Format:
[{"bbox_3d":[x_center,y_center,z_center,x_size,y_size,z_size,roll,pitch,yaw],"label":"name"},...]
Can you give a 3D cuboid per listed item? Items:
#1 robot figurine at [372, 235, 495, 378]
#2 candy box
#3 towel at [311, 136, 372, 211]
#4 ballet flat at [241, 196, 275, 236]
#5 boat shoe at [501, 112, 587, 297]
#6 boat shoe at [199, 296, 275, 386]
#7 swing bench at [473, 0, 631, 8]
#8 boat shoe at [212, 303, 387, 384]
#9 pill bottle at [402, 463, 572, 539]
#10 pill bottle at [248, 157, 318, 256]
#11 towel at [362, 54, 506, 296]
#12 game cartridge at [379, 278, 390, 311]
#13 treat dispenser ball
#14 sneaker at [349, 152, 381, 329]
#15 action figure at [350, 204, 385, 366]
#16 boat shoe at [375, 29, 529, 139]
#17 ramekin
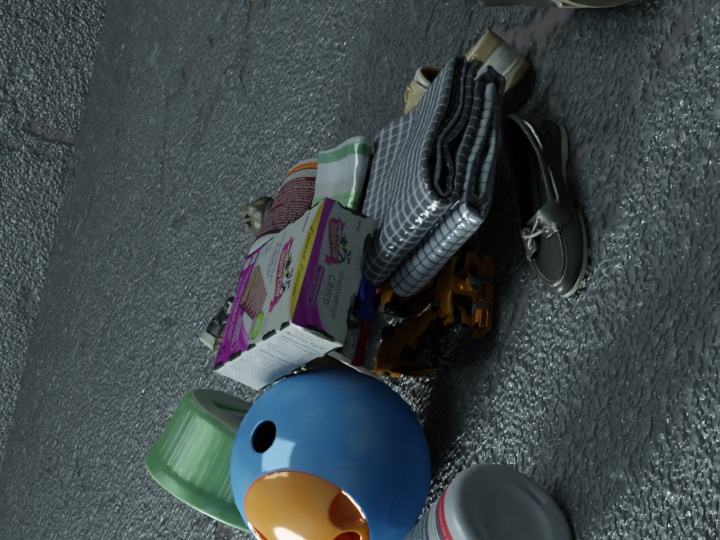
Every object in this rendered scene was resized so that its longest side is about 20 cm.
[{"bbox_3d":[0.076,0.039,1.479,0.200,0.058,0.146,-31,48,59],"label":"robot figurine"},{"bbox_3d":[-0.068,0.027,1.421,0.200,0.061,0.137,-32,39,57],"label":"candy box"},{"bbox_3d":[-0.039,-0.038,1.532,0.149,0.031,0.201,169,116,-75],"label":"towel"},{"bbox_3d":[-0.107,-0.051,1.833,0.200,0.046,0.068,40,-123,-72],"label":"ballet flat"},{"bbox_3d":[0.164,-0.064,1.345,0.067,0.057,0.201,-49,34,45],"label":"boat shoe"},{"bbox_3d":[-0.083,0.105,1.639,0.068,0.200,0.072,-58,11,-13],"label":"boat shoe"},{"bbox_3d":[0.201,-0.337,1.350,0.199,0.129,0.201,-153,74,-66],"label":"swing bench"},{"bbox_3d":[-0.064,0.105,1.575,0.060,0.199,0.072,-65,8,-15],"label":"boat shoe"},{"bbox_3d":[0.082,0.270,1.247,0.200,0.119,0.120,-55,30,37],"label":"pill bottle"},{"bbox_3d":[-0.066,-0.028,1.698,0.114,0.114,0.200,-47,15,47],"label":"pill bottle"},{"bbox_3d":[0.067,-0.096,1.410,0.166,0.085,0.201,127,159,-50],"label":"towel"},{"bbox_3d":[0.056,-0.058,1.615,0.200,0.041,0.133,-61,31,30],"label":"game cartridge"},{"bbox_3d":[-0.030,0.197,1.440,0.201,0.200,0.202,-45,37,49],"label":"treat dispenser ball"},{"bbox_3d":[-0.010,-0.032,1.618,0.075,0.070,0.201,148,133,-62],"label":"sneaker"},{"bbox_3d":[0.000,0.000,1.541,0.052,0.065,0.201,127,160,-68],"label":"action figure"},{"bbox_3d":[0.084,-0.187,1.522,0.200,0.069,0.074,-32,15,34],"label":"boat shoe"},{"bbox_3d":[-0.143,0.220,1.697,0.098,0.199,0.200,-64,25,6],"label":"ramekin"}]
